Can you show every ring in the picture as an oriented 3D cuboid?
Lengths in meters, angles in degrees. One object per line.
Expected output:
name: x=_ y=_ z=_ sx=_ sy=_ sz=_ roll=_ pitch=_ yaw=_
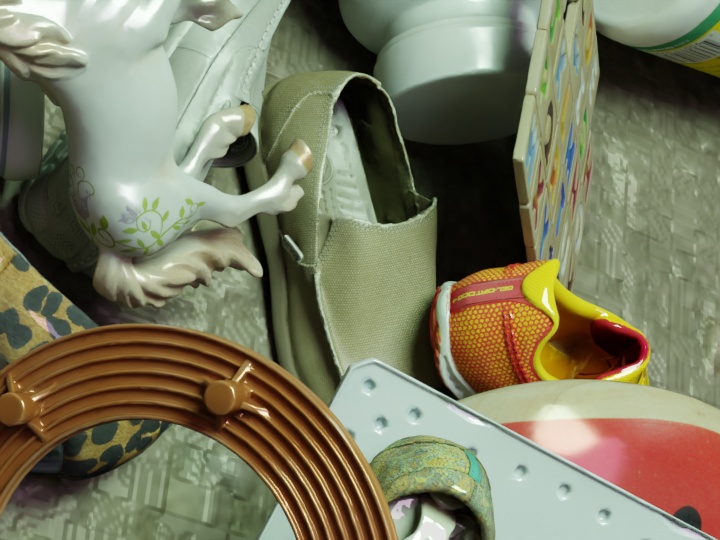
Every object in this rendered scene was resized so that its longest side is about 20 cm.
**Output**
ring: x=-0.081 y=0.119 z=0.751 sx=0.201 sy=0.200 sz=0.019 roll=69 pitch=18 yaw=8

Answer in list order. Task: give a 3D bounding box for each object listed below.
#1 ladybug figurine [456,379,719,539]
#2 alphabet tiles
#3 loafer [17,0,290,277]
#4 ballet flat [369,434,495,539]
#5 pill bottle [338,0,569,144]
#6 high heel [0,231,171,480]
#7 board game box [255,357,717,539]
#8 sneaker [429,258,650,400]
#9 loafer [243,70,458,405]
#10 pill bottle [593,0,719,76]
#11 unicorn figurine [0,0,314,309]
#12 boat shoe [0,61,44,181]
ladybug figurine: x=0.095 y=0.110 z=0.904 sx=0.200 sy=0.136 sz=0.072 roll=10 pitch=41 yaw=-26
alphabet tiles: x=0.094 y=-0.064 z=0.971 sx=0.008 sy=0.200 sz=0.167 roll=5 pitch=60 yaw=13
loafer: x=-0.073 y=-0.074 z=0.913 sx=0.070 sy=0.070 sz=0.200 roll=44 pitch=59 yaw=-19
ballet flat: x=-0.012 y=0.152 z=0.773 sx=0.071 sy=0.071 sz=0.200 roll=31 pitch=90 yaw=-22
pill bottle: x=0.041 y=-0.167 z=1.002 sx=0.113 sy=0.113 sz=0.200 roll=9 pitch=67 yaw=-33
high heel: x=-0.139 y=-0.017 z=0.829 sx=0.142 sy=0.071 sz=0.200 roll=2 pitch=85 yaw=-29
board game box: x=0.036 y=0.163 z=0.831 sx=0.200 sy=0.026 sz=0.200 roll=28 pitch=90 yaw=-13
sneaker: x=0.105 y=0.061 z=0.947 sx=0.200 sy=0.077 sz=0.073 roll=40 pitch=46 yaw=-49
loafer: x=0.000 y=0.000 z=0.930 sx=0.076 sy=0.067 sz=0.200 roll=-13 pitch=79 yaw=-39
pill bottle: x=0.212 y=-0.154 z=1.103 sx=0.200 sy=0.113 sz=0.113 roll=13 pitch=64 yaw=-41
unicorn figurine: x=-0.093 y=-0.077 z=0.808 sx=0.137 sy=0.074 sz=0.200 roll=-23 pitch=101 yaw=-32
boat shoe: x=-0.177 y=-0.129 z=0.867 sx=0.071 sy=0.070 sz=0.201 roll=-9 pitch=77 yaw=-17
